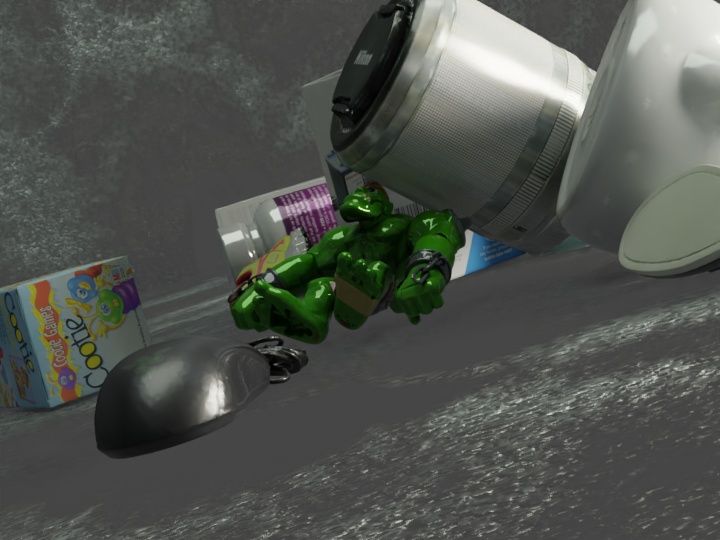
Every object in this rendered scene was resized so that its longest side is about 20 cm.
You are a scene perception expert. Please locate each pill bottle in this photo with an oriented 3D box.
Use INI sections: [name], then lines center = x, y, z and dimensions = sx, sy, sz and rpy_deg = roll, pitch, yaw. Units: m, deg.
[pill bottle]
center = -0.045, -0.032, 1.587
dimensions = 0.198, 0.113, 0.112
rpy_deg = -16, 4, -9

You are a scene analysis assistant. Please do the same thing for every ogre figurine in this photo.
[ogre figurine]
center = 0.000, 0.000, 1.144
dimensions = 0.200, 0.098, 0.120
rpy_deg = -34, 8, 46

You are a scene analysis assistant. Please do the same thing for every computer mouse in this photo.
[computer mouse]
center = -0.111, 0.066, 0.920
dimensions = 0.137, 0.053, 0.200
rpy_deg = -15, 4, 6

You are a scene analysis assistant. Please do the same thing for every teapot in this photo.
[teapot]
center = 0.227, -0.089, 1.042
dimensions = 0.145, 0.199, 0.200
rpy_deg = 19, 29, 1

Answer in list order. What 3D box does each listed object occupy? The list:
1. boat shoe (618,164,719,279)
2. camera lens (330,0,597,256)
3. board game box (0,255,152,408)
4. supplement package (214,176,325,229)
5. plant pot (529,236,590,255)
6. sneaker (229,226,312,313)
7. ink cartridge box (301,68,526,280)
[boat shoe]
center = 0.232, -0.026, 0.889
dimensions = 0.061, 0.073, 0.199
rpy_deg = 29, -28, -24
[camera lens]
center = 0.087, -0.121, 1.191
dimensions = 0.199, 0.161, 0.160
rpy_deg = 26, -9, -16
[board game box]
center = -0.269, 0.057, 1.332
dimensions = 0.102, 0.106, 0.199
rpy_deg = -18, 5, -28
[supplement package]
center = -0.115, -0.074, 2.443
dimensions = 0.198, 0.119, 0.117
rpy_deg = -15, 3, 12
[plant pot]
center = 0.227, -0.106, 1.337
dimensions = 0.198, 0.136, 0.200
rpy_deg = -16, 4, 1
[sneaker]
center = -0.078, 0.013, 1.381
dimensions = 0.090, 0.079, 0.200
rpy_deg = -23, 2, 0
[ink cartridge box]
center = 0.049, -0.090, 1.352
dimensions = 0.145, 0.202, 0.086
rpy_deg = -18, 4, -32
